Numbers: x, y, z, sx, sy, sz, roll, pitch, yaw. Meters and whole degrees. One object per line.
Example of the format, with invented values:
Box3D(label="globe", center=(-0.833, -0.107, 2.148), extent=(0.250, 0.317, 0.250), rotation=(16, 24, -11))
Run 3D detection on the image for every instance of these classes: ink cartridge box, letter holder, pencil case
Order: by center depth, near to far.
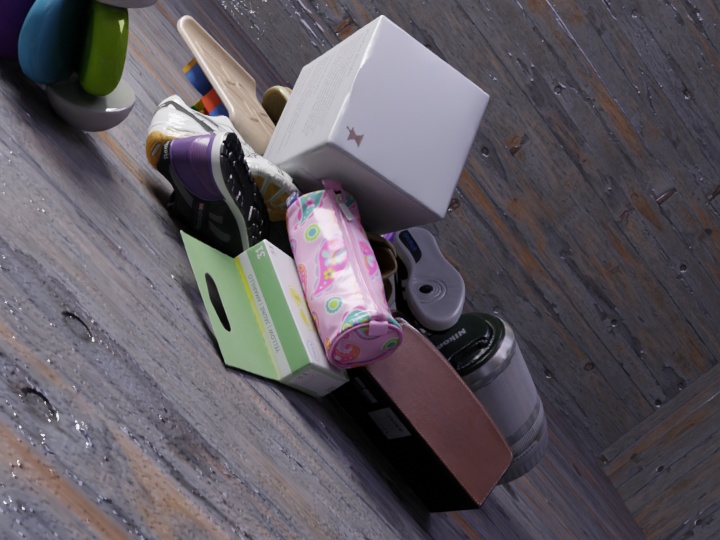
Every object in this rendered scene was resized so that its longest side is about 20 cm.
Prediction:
Box3D(label="ink cartridge box", center=(-0.089, 0.039, 0.920), extent=(0.147, 0.047, 0.200), rotation=(66, 11, 24))
Box3D(label="pencil case", center=(-0.020, 0.002, 0.975), extent=(0.087, 0.087, 0.202), rotation=(41, 25, -50))
Box3D(label="letter holder", center=(0.083, 0.145, 1.044), extent=(0.201, 0.142, 0.100), rotation=(51, -31, -6))

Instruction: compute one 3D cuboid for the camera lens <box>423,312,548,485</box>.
Box3D(label="camera lens", center=(0.161, 0.173, 1.284), extent=(0.160, 0.158, 0.202), rotation=(-110, 175, -65))

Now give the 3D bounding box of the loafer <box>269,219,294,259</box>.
Box3D(label="loafer", center=(-0.141, -0.066, 1.094), extent=(0.201, 0.072, 0.063), rotation=(51, -32, -11))

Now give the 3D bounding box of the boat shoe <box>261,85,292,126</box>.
Box3D(label="boat shoe", center=(-0.077, -0.176, 1.337), extent=(0.063, 0.072, 0.203), rotation=(-46, 118, -40))

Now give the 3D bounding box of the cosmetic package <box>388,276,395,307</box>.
Box3D(label="cosmetic package", center=(-0.010, -0.046, 1.421), extent=(0.199, 0.104, 0.087), rotation=(37, -2, 31))

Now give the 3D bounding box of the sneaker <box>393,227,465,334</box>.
Box3D(label="sneaker", center=(0.086, 0.042, 1.166), extent=(0.201, 0.072, 0.113), rotation=(-103, -171, -55))

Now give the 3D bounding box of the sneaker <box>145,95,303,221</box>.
Box3D(label="sneaker", center=(-0.141, -0.128, 1.029), extent=(0.199, 0.075, 0.089), rotation=(28, 43, -34))

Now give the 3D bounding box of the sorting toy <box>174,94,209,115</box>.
Box3D(label="sorting toy", center=(-0.173, -0.153, 1.265), extent=(0.200, 0.069, 0.199), rotation=(48, 9, -24))

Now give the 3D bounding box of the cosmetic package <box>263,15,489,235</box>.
Box3D(label="cosmetic package", center=(0.010, -0.155, 1.087), extent=(0.165, 0.169, 0.199), rotation=(31, -19, -23))

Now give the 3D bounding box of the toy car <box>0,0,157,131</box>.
Box3D(label="toy car", center=(-0.280, -0.240, 0.857), extent=(0.148, 0.177, 0.201), rotation=(0, 42, -33))

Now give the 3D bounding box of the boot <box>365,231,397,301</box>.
Box3D(label="boot", center=(0.000, 0.000, 1.164), extent=(0.199, 0.074, 0.154), rotation=(33, -17, -35))

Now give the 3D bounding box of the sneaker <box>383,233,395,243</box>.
Box3D(label="sneaker", center=(-0.021, -0.044, 1.276), extent=(0.198, 0.084, 0.081), rotation=(-18, 64, -38))

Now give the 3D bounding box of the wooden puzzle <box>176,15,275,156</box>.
Box3D(label="wooden puzzle", center=(-0.158, -0.205, 1.191), extent=(0.185, 0.046, 0.202), rotation=(38, 21, -58))

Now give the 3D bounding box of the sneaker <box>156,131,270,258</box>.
Box3D(label="sneaker", center=(-0.155, -0.066, 0.991), extent=(0.202, 0.086, 0.077), rotation=(77, 18, -46))
